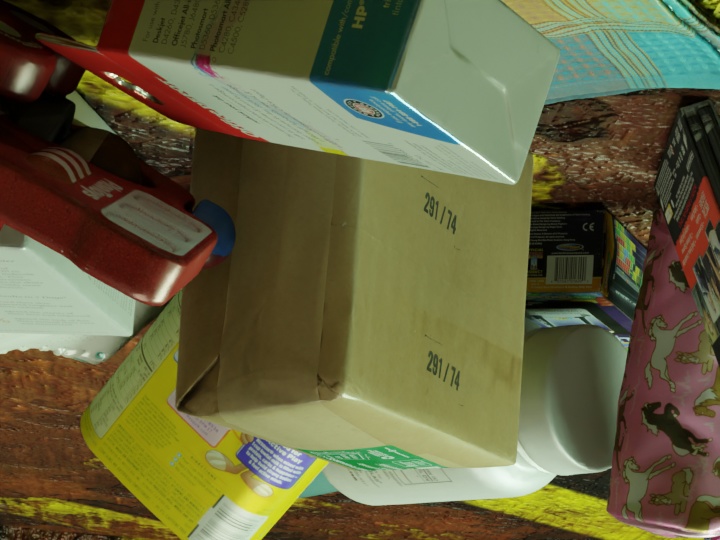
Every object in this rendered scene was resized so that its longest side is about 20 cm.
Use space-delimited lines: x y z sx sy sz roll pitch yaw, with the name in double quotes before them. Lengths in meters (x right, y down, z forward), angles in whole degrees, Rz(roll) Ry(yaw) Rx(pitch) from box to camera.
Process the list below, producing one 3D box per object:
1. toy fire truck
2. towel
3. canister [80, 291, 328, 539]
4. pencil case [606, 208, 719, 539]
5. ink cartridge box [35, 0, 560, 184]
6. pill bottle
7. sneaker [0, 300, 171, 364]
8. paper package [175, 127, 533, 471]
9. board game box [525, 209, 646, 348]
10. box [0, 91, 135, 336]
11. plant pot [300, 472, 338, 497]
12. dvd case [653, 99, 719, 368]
"toy fire truck" -0.141 -0.042 1.123 0.168 0.112 0.200 31 -172 1
"towel" 0.080 -0.116 1.104 0.146 0.022 0.200 -3 164 28
"canister" -0.068 0.068 1.483 0.200 0.149 0.087 -50 173 31
"pencil case" 0.199 0.057 1.408 0.086 0.200 0.083 9 176 -16
"ink cartridge box" -0.030 -0.099 1.056 0.200 0.067 0.116 12 169 35
"pill bottle" 0.071 0.086 1.505 0.114 0.115 0.200 17 162 -41
"sneaker" -0.187 0.029 1.496 0.200 0.075 0.089 -18 136 -16
"paper package" 0.000 0.000 1.250 0.103 0.191 0.200 -2 166 28
"board game box" 0.083 0.008 1.542 0.200 0.057 0.165 0 167 21
"box" -0.220 -0.037 1.344 0.152 0.107 0.200 2 165 11
"plant pot" -0.039 0.091 1.772 0.200 0.142 0.141 -4 166 4
"dvd case" 0.203 0.023 1.277 0.022 0.200 0.146 -17 166 -3
